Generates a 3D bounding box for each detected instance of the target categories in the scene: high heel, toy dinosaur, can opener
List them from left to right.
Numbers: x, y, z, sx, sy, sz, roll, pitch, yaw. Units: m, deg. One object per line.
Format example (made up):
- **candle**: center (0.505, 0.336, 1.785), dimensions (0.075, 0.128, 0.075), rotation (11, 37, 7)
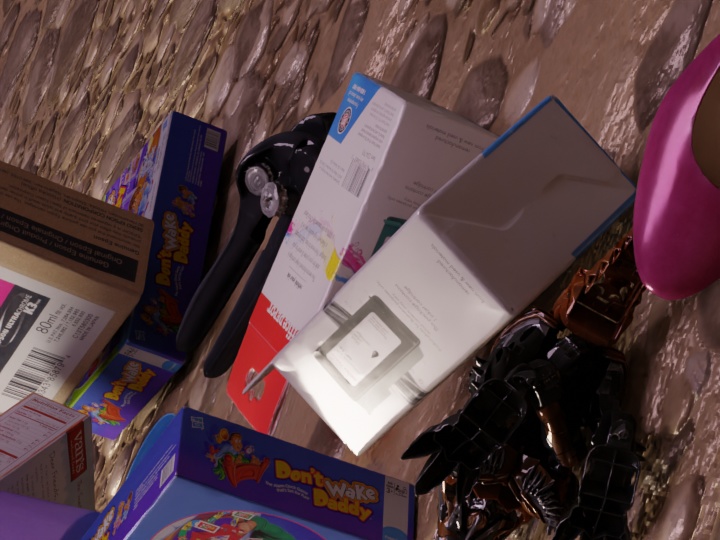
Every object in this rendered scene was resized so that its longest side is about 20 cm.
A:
- **can opener**: center (-0.063, -0.010, 1.710), dimensions (0.063, 0.079, 0.200), rotation (43, 121, 28)
- **toy dinosaur**: center (0.078, 0.056, 1.178), dimensions (0.136, 0.102, 0.200), rotation (-69, -13, -63)
- **high heel**: center (0.175, -0.074, 1.072), dimensions (0.200, 0.067, 0.096), rotation (-56, 8, 0)

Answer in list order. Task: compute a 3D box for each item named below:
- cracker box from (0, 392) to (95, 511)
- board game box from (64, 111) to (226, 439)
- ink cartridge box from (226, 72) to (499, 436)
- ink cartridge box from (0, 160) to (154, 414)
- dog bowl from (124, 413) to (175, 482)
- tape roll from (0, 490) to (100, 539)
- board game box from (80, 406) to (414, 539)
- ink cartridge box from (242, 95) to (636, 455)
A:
- **cracker box**: center (-0.260, 0.188, 1.798), dimensions (0.200, 0.058, 0.134), rotation (-36, -44, -46)
- **board game box**: center (-0.158, 0.004, 1.935), dimensions (0.134, 0.045, 0.200), rotation (-46, 29, 50)
- **ink cartridge box**: center (0.000, 0.000, 1.482), dimensions (0.200, 0.067, 0.116), rotation (-67, 18, 6)
- **ink cartridge box**: center (-0.258, 0.018, 1.847), dimensions (0.200, 0.165, 0.075), rotation (-51, 25, 44)
- **dog bowl**: center (-0.107, 0.167, 1.636), dimensions (0.112, 0.050, 0.200), rotation (-64, 18, 15)
- **tape roll**: center (-0.226, 0.242, 1.688), dimensions (0.200, 0.085, 0.200), rotation (11, -90, -76)
- **board game box**: center (-0.077, 0.162, 1.419), dimensions (0.200, 0.134, 0.045), rotation (-51, 26, 43)
- **ink cartridge box**: center (0.035, 0.013, 1.296), dimensions (0.116, 0.068, 0.200), rotation (-41, -3, -39)
